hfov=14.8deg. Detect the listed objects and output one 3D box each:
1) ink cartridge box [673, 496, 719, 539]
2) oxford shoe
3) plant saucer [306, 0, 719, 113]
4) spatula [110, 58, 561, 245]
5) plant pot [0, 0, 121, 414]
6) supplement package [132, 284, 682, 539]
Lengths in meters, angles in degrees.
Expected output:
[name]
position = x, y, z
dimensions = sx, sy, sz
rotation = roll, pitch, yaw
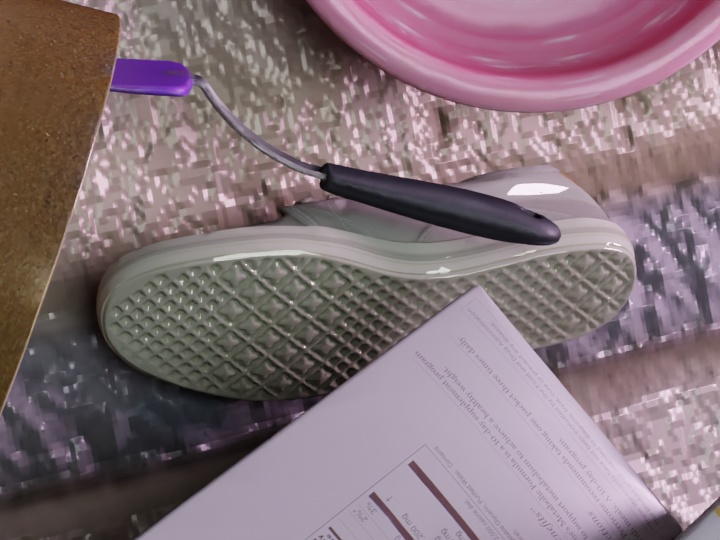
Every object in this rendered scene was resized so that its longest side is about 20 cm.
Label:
[ink cartridge box]
position = 0.118, 0.124, 0.875
dimensions = 0.200, 0.146, 0.083
rotation = -40, 79, -22
[oxford shoe]
position = 0.000, 0.000, 0.982
dimensions = 0.199, 0.075, 0.058
rotation = -7, 46, -21
[plant saucer]
position = 0.059, -0.156, 0.990
dimensions = 0.200, 0.051, 0.201
rotation = 0, 91, -4
[spatula]
position = -0.025, -0.043, 0.941
dimensions = 0.199, 0.057, 0.021
rotation = 21, 102, -10
[plant pot]
position = -0.195, -0.021, 0.818
dimensions = 0.199, 0.186, 0.187
rotation = 19, 78, -12
[supplement package]
position = -0.013, 0.114, 0.894
dimensions = 0.110, 0.114, 0.200
rotation = 50, 50, 6
